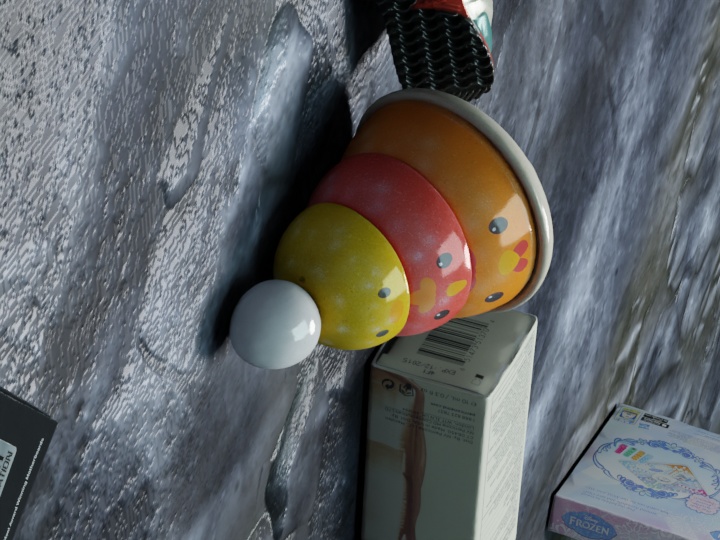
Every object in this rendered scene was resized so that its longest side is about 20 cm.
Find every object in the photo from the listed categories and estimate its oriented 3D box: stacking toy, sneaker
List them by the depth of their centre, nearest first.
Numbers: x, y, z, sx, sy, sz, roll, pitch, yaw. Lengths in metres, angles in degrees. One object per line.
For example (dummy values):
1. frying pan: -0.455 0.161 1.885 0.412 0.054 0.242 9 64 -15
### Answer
1. stacking toy: 0.000 0.000 1.596 0.200 0.146 0.146 -37 144 -36
2. sneaker: 0.037 -0.191 1.614 0.200 0.070 0.094 76 8 -46

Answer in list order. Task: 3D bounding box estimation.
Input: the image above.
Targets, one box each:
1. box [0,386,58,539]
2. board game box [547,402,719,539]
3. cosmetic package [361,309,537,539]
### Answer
1. box: -0.203 0.132 1.143 0.158 0.050 0.200 47 61 -71
2. board game box: 0.296 0.207 2.562 0.199 0.200 0.043 -43 147 -59
3. cosmetic package: 0.058 0.125 1.913 0.103 0.087 0.200 -55 154 -50
